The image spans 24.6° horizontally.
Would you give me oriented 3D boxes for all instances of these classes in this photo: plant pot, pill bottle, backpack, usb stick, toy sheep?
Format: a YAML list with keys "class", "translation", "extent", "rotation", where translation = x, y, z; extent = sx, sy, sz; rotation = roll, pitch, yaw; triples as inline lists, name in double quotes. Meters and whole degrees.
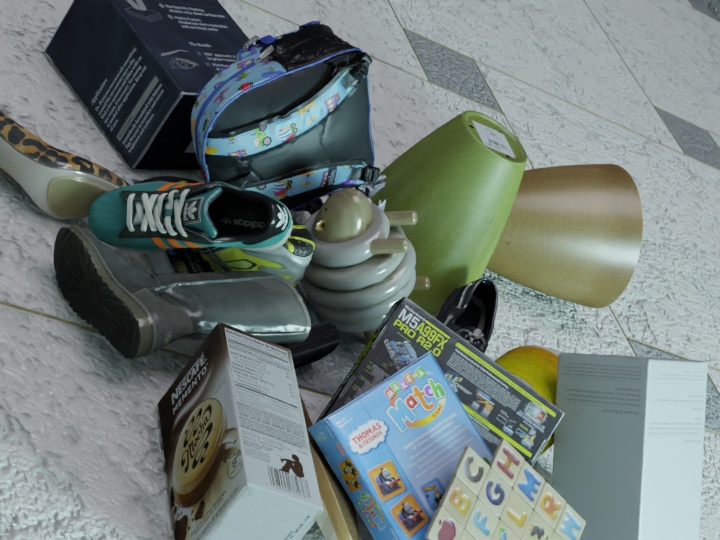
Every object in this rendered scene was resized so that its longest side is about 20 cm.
- class: "plant pot"
  translation: [0.102, -0.081, 1.937]
  extent: [0.186, 0.200, 0.188]
  rotation: [29, 28, -17]
- class: "pill bottle"
  translation: [0.168, 0.145, 1.764]
  extent: [0.109, 0.109, 0.200]
  rotation: [43, 28, 11]
- class: "plant pot"
  translation: [0.225, -0.056, 2.101]
  extent: [0.199, 0.187, 0.187]
  rotation: [7, 38, -24]
- class: "backpack"
  translation: [-0.093, -0.151, 1.743]
  extent: [0.199, 0.184, 0.135]
  rotation: [-25, 43, -22]
- class: "usb stick"
  translation: [-0.088, 0.085, 1.606]
  extent: [0.200, 0.055, 0.033]
  rotation: [-16, 74, -58]
- class: "toy sheep"
  translation: [0.000, 0.000, 1.732]
  extent: [0.137, 0.201, 0.138]
  rotation: [-8, 34, 5]

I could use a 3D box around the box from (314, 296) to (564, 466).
- class: "box"
  translation: [0.076, 0.149, 1.610]
  extent: [0.199, 0.044, 0.161]
  rotation: [35, 71, -4]

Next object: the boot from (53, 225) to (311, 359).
- class: "boot"
  translation: [-0.167, 0.015, 1.553]
  extent: [0.199, 0.073, 0.182]
  rotation: [-13, 49, -40]

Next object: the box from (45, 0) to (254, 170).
- class: "box"
  translation: [-0.211, -0.219, 1.861]
  extent: [0.196, 0.118, 0.200]
  rotation: [-3, 48, -52]

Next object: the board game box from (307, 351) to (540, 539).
- class: "board game box"
  translation: [0.061, 0.195, 1.527]
  extent: [0.151, 0.037, 0.201]
  rotation: [-28, 86, -41]

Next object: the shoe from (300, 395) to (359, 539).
- class: "shoe"
  translation: [-0.057, 0.178, 1.513]
  extent: [0.201, 0.053, 0.070]
  rotation: [62, 7, 33]

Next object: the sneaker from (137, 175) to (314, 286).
- class: "sneaker"
  translation: [-0.146, -0.032, 1.660]
  extent: [0.199, 0.077, 0.075]
  rotation: [25, 28, 14]

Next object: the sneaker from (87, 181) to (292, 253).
- class: "sneaker"
  translation: [-0.165, -0.056, 1.574]
  extent: [0.198, 0.072, 0.080]
  rotation: [0, -9, 2]

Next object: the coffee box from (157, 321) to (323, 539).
- class: "coffee box"
  translation: [-0.106, 0.157, 1.408]
  extent: [0.079, 0.113, 0.201]
  rotation: [22, 30, -27]

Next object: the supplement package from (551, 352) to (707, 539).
- class: "supplement package"
  translation: [0.276, 0.189, 1.705]
  extent: [0.117, 0.202, 0.116]
  rotation: [1, -3, 43]

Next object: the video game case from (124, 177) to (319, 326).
- class: "video game case"
  translation: [-0.145, -0.008, 1.719]
  extent: [0.181, 0.023, 0.201]
  rotation: [12, 38, -42]

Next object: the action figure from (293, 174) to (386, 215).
- class: "action figure"
  translation: [-0.019, -0.065, 1.857]
  extent: [0.069, 0.131, 0.200]
  rotation: [8, 28, -41]

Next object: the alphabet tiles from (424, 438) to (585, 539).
- class: "alphabet tiles"
  translation: [0.141, 0.262, 1.525]
  extent: [0.200, 0.006, 0.167]
  rotation: [45, 55, -24]

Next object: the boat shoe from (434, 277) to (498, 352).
- class: "boat shoe"
  translation: [0.108, 0.075, 1.831]
  extent: [0.073, 0.063, 0.200]
  rotation: [38, 37, -8]

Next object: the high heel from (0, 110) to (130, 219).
- class: "high heel"
  translation: [-0.319, -0.125, 1.627]
  extent: [0.199, 0.072, 0.143]
  rotation: [7, 45, -31]
